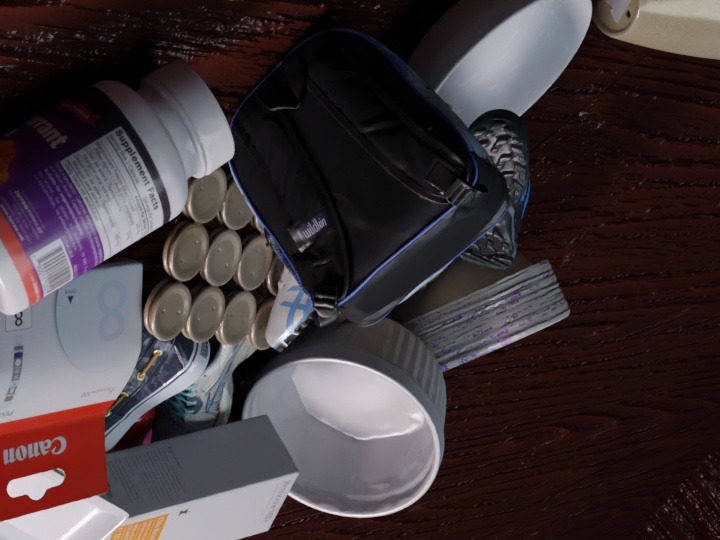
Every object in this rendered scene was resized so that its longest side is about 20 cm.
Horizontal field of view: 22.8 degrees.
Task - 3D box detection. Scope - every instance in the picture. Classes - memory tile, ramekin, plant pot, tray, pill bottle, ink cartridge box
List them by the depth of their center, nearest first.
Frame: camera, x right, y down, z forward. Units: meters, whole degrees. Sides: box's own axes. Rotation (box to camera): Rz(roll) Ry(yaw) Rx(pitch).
[{"bbox_3d":[-0.192,-0.065,1.260,0.200,0.112,0.112,-33,155,-19],"label":"pill bottle"},{"bbox_3d":[-0.243,0.096,1.408,0.160,0.047,0.201,-9,102,-52],"label":"ink cartridge box"},{"bbox_3d":[-0.301,0.181,1.491,0.200,0.022,0.107,35,121,-25],"label":"tray"},{"bbox_3d":[-0.108,-0.010,1.524,0.200,0.017,0.154,11,96,-60],"label":"memory tile"},{"bbox_3d":[0.309,-0.270,1.618,0.199,0.188,0.188,-11,145,-25],"label":"plant pot"},{"bbox_3d":[-0.009,0.133,1.750,0.201,0.199,0.105,-60,-175,37],"label":"ramekin"}]

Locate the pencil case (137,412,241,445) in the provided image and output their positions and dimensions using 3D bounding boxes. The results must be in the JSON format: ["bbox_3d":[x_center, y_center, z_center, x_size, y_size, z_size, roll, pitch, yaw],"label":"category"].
[{"bbox_3d":[-0.145,0.180,1.779,0.200,0.093,0.091,2,111,-59],"label":"pencil case"}]

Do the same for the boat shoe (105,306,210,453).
[{"bbox_3d":[-0.230,0.096,1.552,0.200,0.071,0.091,-38,132,24],"label":"boat shoe"}]

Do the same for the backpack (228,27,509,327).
[{"bbox_3d":[0.001,-0.075,1.425,0.183,0.200,0.147,-41,157,9],"label":"backpack"}]

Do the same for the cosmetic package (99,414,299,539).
[{"bbox_3d":[-0.167,0.206,1.623,0.199,0.071,0.102,-12,145,-33],"label":"cosmetic package"}]

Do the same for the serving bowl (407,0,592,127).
[{"bbox_3d":[0.105,-0.188,1.549,0.200,0.066,0.200,-35,160,-14],"label":"serving bowl"}]

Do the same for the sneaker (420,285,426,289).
[{"bbox_3d":[0.000,0.000,1.644,0.200,0.113,0.076,-56,-169,25],"label":"sneaker"}]

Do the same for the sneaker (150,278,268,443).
[{"bbox_3d":[-0.156,0.094,1.628,0.086,0.077,0.201,-15,134,-58],"label":"sneaker"}]

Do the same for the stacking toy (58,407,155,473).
[{"bbox_3d":[-0.246,0.188,1.662,0.085,0.085,0.200,-6,135,-53],"label":"stacking toy"}]

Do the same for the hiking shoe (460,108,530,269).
[{"bbox_3d":[0.118,-0.089,1.612,0.200,0.074,0.087,93,11,-56],"label":"hiking shoe"}]

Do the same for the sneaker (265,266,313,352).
[{"bbox_3d":[-0.042,-0.025,1.560,0.072,0.072,0.201,-66,180,-77],"label":"sneaker"}]

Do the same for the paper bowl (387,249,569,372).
[{"bbox_3d":[0.107,0.039,1.853,0.200,0.105,0.201,-23,179,-1],"label":"paper bowl"}]

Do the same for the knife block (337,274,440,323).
[{"bbox_3d":[0.049,-0.054,1.707,0.199,0.064,0.176,-23,150,-35],"label":"knife block"}]
